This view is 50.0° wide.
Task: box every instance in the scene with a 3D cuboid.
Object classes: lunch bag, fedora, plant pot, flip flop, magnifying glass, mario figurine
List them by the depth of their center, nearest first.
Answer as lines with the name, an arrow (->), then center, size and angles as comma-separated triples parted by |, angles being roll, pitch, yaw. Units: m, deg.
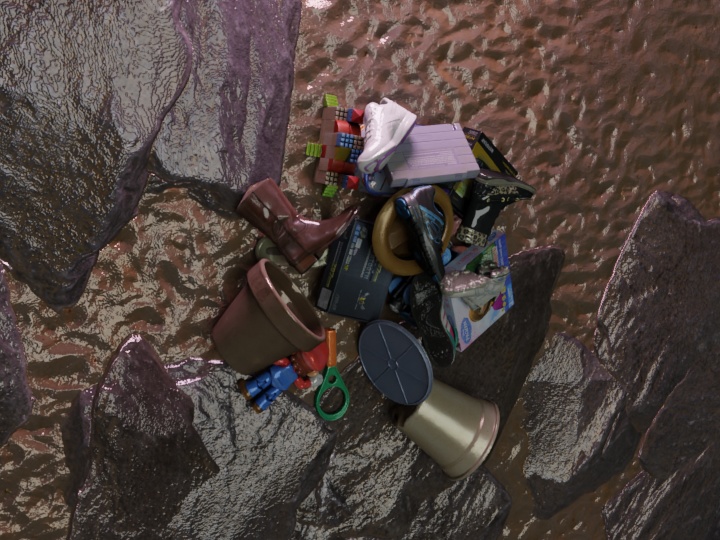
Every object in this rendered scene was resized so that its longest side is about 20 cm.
plant pot -> -0.192, 0.108, 1.504 | 0.174, 0.201, 0.201 | -38, 114, 6
flip flop -> -0.117, -0.042, 1.569 | 0.197, 0.057, 0.083 | -1, 100, -26
fedora -> 0.097, -0.091, 1.577 | 0.197, 0.082, 0.204 | -11, 112, -27
mario figurine -> -0.154, 0.205, 1.605 | 0.198, 0.107, 0.124 | -34, 148, -4
lunch bag -> 0.079, -0.235, 1.616 | 0.197, 0.075, 0.164 | 1, 97, -26
magnifying glass -> -0.063, 0.226, 1.668 | 0.078, 0.022, 0.204 | -6, 104, -23
plant pot -> 0.177, 0.333, 1.717 | 0.182, 0.200, 0.202 | 33, 85, -15

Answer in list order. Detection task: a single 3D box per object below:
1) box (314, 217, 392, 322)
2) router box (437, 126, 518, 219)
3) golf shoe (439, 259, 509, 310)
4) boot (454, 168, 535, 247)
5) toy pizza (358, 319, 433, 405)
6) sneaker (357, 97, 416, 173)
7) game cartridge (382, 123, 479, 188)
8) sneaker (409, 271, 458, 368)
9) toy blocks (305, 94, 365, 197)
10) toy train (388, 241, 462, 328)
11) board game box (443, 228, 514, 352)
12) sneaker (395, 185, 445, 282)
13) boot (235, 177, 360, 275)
box -> 0.000, 0.000, 1.612 | 0.156, 0.051, 0.203 | 16, 94, -46
router box -> 0.251, -0.192, 1.673 | 0.199, 0.052, 0.159 | 30, 86, -50
golf shoe -> 0.239, 0.046, 1.620 | 0.198, 0.078, 0.099 | -12, 119, -40
boot -> 0.286, -0.130, 1.652 | 0.202, 0.073, 0.156 | 3, 111, -47
toy pizza -> 0.077, 0.192, 1.638 | 0.032, 0.198, 0.203 | -32, 113, -41
sneaker -> 0.030, -0.257, 1.464 | 0.099, 0.075, 0.201 | 39, 46, -3
game cartridge -> 0.131, -0.230, 1.544 | 0.196, 0.039, 0.132 | -8, 66, -21
sneaker -> 0.157, 0.105, 1.631 | 0.082, 0.121, 0.204 | -14, 83, 6
toy blocks -> -0.038, -0.243, 1.523 | 0.098, 0.136, 0.204 | 6, 97, -25
toy train -> 0.146, 0.026, 1.694 | 0.201, 0.086, 0.114 | -50, 124, -11
board game box -> 0.259, 0.044, 1.719 | 0.199, 0.041, 0.203 | -37, 128, -29
sneaker -> 0.139, -0.070, 1.515 | 0.081, 0.073, 0.202 | -32, 120, -19
boot -> -0.124, -0.122, 1.512 | 0.186, 0.064, 0.200 | -44, 90, -2
